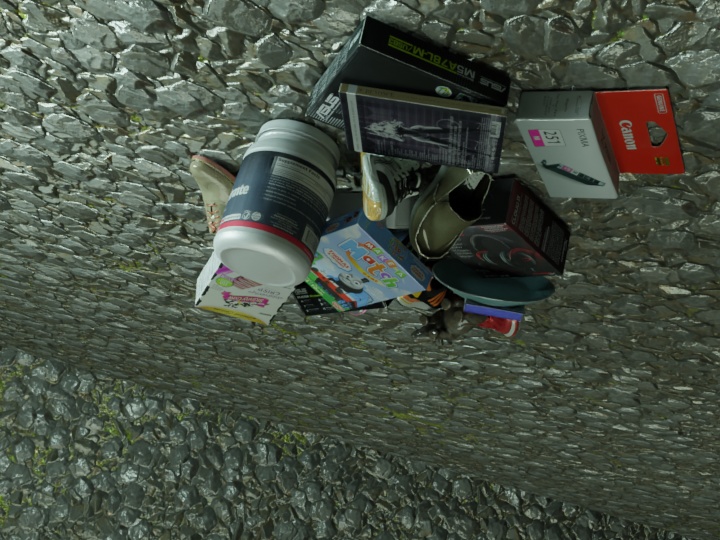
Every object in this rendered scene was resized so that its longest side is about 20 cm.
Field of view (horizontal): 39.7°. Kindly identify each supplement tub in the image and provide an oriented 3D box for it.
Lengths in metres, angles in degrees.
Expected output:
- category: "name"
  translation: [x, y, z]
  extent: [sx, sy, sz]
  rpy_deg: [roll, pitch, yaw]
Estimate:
- category: "supplement tub"
  translation: [-0.112, -0.092, 1.388]
  extent: [0.139, 0.202, 0.141]
  rpy_deg: [14, 157, 6]

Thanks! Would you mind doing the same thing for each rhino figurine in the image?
- category: "rhino figurine"
  translation: [0.151, 0.092, 1.731]
  extent: [0.087, 0.060, 0.200]
  rpy_deg: [-8, 162, -32]

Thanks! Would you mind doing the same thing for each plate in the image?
- category: "plate"
  translation: [0.210, 0.022, 1.587]
  extent: [0.198, 0.026, 0.200]
  rpy_deg: [6, -161, -2]

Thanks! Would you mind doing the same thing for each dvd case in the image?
- category: "dvd case"
  translation: [0.076, -0.171, 1.214]
  extent: [0.197, 0.016, 0.149]
  rpy_deg: [9, 161, 7]

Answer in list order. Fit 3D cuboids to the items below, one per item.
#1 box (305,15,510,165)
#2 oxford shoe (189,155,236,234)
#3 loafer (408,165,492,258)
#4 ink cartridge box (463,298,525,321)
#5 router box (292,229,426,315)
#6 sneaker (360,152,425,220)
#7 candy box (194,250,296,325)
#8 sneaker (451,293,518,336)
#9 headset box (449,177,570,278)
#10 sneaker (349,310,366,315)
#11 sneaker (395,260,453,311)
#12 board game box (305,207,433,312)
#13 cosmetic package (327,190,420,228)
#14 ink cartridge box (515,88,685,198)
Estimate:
- category: "box"
  translation: [0.053, -0.211, 1.213]
  extent: [0.191, 0.048, 0.200]
  rpy_deg: [17, 159, -18]
- category: "oxford shoe"
  translation: [-0.218, -0.097, 1.591]
  extent: [0.070, 0.075, 0.201]
  rpy_deg: [9, 144, 43]
- category: "loafer"
  translation: [0.122, -0.086, 1.343]
  extent: [0.074, 0.070, 0.201]
  rpy_deg: [8, 131, -18]
- category: "ink cartridge box"
  translation: [0.217, 0.041, 1.624]
  extent: [0.094, 0.038, 0.200]
  rpy_deg: [10, -163, 4]
- category: "router box"
  translation: [0.000, 0.000, 1.638]
  extent: [0.199, 0.150, 0.063]
  rpy_deg: [-8, 119, 44]
- category: "sneaker"
  translation: [0.044, -0.123, 1.321]
  extent: [0.086, 0.077, 0.200]
  rpy_deg: [0, -157, -1]
- category: "candy box"
  translation: [-0.172, 0.001, 1.606]
  extent: [0.135, 0.062, 0.200]
  rpy_deg: [15, 142, -20]
- category: "sneaker"
  translation: [0.209, 0.076, 1.765]
  extent: [0.114, 0.079, 0.200]
  rpy_deg: [5, 171, -6]
- category: "headset box"
  translation: [0.196, -0.063, 1.469]
  extent: [0.147, 0.076, 0.200]
  rpy_deg: [-2, 155, 39]
- category: "sneaker"
  translation: [-0.042, 0.008, 1.806]
  extent: [0.199, 0.095, 0.080]
  rpy_deg: [27, 139, 30]
- category: "sneaker"
  translation: [0.130, 0.022, 1.698]
  extent: [0.089, 0.071, 0.199]
  rpy_deg: [-24, 167, 27]
- category: "board game box"
  translation: [-0.013, -0.011, 1.460]
  extent: [0.151, 0.037, 0.199]
  rpy_deg: [42, 144, -25]
- category: "cosmetic package"
  translation: [0.004, -0.091, 1.471]
  extent: [0.199, 0.051, 0.082]
  rpy_deg: [7, -176, 43]
- category: "ink cartridge box"
  translation: [0.299, -0.151, 1.225]
  extent: [0.172, 0.044, 0.200]
  rpy_deg: [4, 158, 26]
